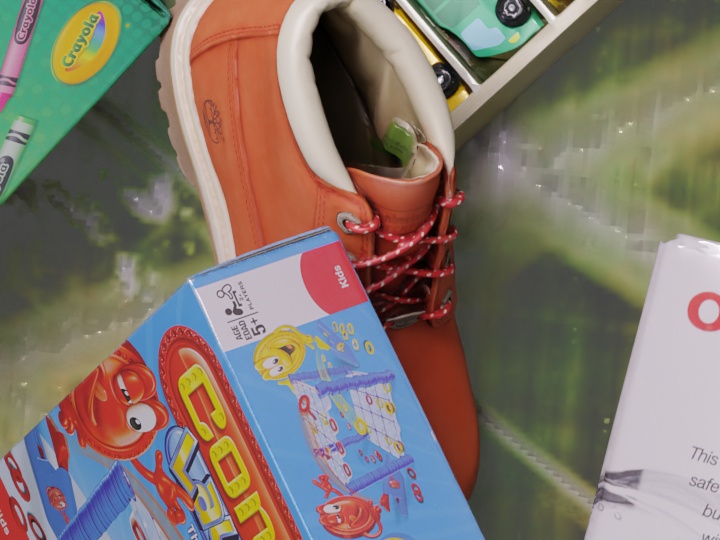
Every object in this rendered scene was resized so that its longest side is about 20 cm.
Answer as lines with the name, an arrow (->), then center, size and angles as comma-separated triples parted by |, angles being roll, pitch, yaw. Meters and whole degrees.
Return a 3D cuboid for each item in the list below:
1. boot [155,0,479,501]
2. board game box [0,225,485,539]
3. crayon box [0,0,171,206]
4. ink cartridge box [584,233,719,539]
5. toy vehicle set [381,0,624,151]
boot -> 0.000, 0.000, 0.877 | 0.075, 0.107, 0.200 | -25, 102, -25
board game box -> -0.030, 0.117, 0.872 | 0.200, 0.056, 0.196 | 64, 146, 11
crayon box -> -0.160, -0.057, 0.946 | 0.200, 0.058, 0.119 | -45, 32, 13
ink cartridge box -> 0.146, 0.102, 0.850 | 0.145, 0.084, 0.200 | 16, 94, 22
toy vehicle set -> 0.001, -0.145, 0.940 | 0.124, 0.027, 0.200 | -43, 76, 13
